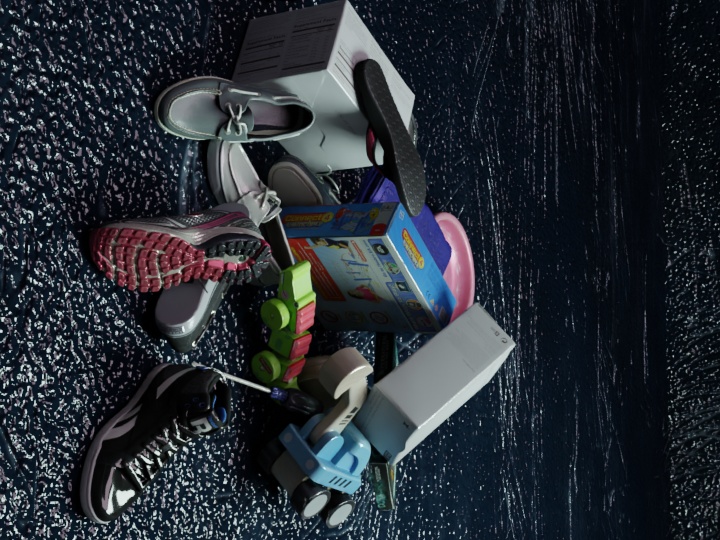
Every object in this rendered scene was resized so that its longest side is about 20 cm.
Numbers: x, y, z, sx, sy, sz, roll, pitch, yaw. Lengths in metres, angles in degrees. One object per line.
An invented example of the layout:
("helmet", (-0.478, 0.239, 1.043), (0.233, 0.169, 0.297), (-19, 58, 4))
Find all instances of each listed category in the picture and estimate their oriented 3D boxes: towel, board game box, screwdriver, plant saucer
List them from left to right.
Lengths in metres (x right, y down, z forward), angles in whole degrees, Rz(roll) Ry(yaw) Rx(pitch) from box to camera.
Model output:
("screwdriver", (-0.120, 0.142, 1.278), (0.199, 0.029, 0.028), (28, 66, -40))
("board game box", (0.000, 0.000, 1.382), (0.201, 0.193, 0.056), (57, 45, -41))
("board game box", (0.034, 0.203, 1.434), (0.136, 0.028, 0.202), (81, 11, -52))
("towel", (0.052, -0.041, 1.483), (0.201, 0.049, 0.149), (53, 51, -37))
("plant saucer", (0.129, 0.006, 1.755), (0.200, 0.050, 0.204), (15, 73, -58))

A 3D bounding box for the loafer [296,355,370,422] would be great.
("loafer", (-0.026, 0.176, 1.431), (0.200, 0.075, 0.068), (44, 37, -49))

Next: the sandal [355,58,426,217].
("sandal", (0.031, -0.162, 1.317), (0.075, 0.045, 0.203), (-28, 98, -62))

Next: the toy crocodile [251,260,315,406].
("toy crocodile", (-0.087, 0.081, 1.315), (0.067, 0.061, 0.203), (-26, 135, -51))

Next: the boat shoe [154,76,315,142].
("boat shoe", (-0.142, -0.186, 1.233), (0.197, 0.061, 0.074), (-2, 104, -36))

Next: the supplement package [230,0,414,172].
("supplement package", (-0.046, -0.233, 1.374), (0.200, 0.154, 0.112), (46, 50, -48))

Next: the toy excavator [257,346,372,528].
("toy excavator", (-0.034, 0.196, 1.293), (0.201, 0.100, 0.194), (-49, 146, 3))

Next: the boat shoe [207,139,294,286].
("boat shoe", (-0.129, -0.074, 1.298), (0.072, 0.065, 0.203), (-39, 120, -54))

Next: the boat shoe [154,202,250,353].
("boat shoe", (-0.179, 0.005, 1.213), (0.057, 0.067, 0.202), (83, 24, -47))

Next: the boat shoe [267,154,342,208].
("boat shoe", (-0.061, -0.095, 1.411), (0.200, 0.074, 0.063), (51, 46, -46))

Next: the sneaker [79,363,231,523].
("sneaker", (-0.203, 0.171, 1.094), (0.074, 0.110, 0.201), (61, 38, -34))

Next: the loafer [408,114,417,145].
("loafer", (0.047, -0.189, 1.620), (0.072, 0.072, 0.203), (-46, 124, -47))

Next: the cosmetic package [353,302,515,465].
("cosmetic package", (0.094, 0.143, 1.339), (0.199, 0.113, 0.081), (-33, 71, -35))

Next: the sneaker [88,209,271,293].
("sneaker", (-0.197, -0.027, 1.139), (0.197, 0.081, 0.075), (3, 39, -34))
